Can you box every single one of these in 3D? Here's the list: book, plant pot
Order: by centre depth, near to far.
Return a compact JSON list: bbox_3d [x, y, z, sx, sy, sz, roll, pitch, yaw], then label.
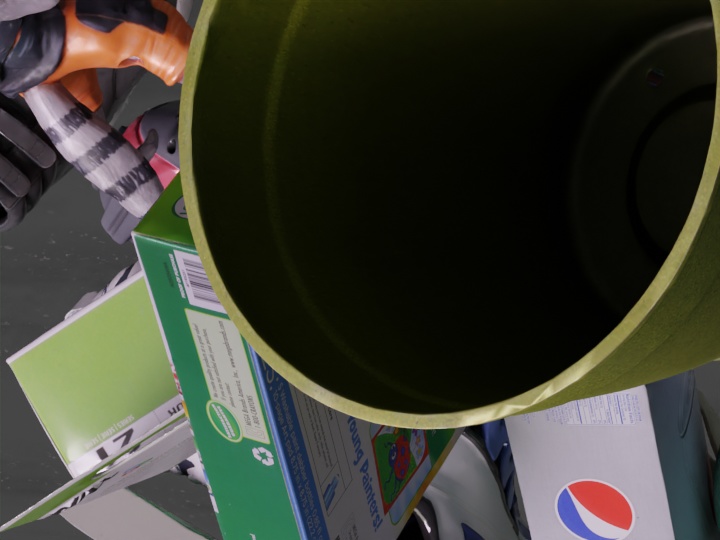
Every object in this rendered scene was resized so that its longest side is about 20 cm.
[{"bbox_3d":[0.076,-0.041,0.927,0.200,0.201,0.193,4,176,34],"label":"plant pot"},{"bbox_3d":[-0.043,0.169,1.365,0.134,0.048,0.200,26,173,45],"label":"book"}]

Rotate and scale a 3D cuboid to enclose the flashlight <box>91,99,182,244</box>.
[{"bbox_3d":[-0.051,-0.079,1.182,0.068,0.068,0.200,51,139,10],"label":"flashlight"}]

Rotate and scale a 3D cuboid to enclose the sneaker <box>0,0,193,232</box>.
[{"bbox_3d":[-0.135,-0.086,1.205,0.071,0.099,0.200,35,141,2],"label":"sneaker"}]

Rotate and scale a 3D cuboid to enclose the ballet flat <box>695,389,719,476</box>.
[{"bbox_3d":[0.111,0.058,1.213,0.200,0.074,0.074,47,141,-18],"label":"ballet flat"}]

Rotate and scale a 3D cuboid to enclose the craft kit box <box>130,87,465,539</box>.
[{"bbox_3d":[0.000,0.000,1.046,0.048,0.198,0.200,15,137,28],"label":"craft kit box"}]

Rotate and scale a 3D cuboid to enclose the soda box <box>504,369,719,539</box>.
[{"bbox_3d":[0.112,0.107,1.157,0.063,0.068,0.200,-1,123,21],"label":"soda box"}]

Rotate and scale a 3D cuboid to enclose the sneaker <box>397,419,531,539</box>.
[{"bbox_3d":[0.037,0.148,1.311,0.080,0.115,0.200,6,134,34],"label":"sneaker"}]

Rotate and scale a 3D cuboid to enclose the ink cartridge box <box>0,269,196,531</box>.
[{"bbox_3d":[-0.076,0.031,1.159,0.148,0.200,0.076,-32,84,16],"label":"ink cartridge box"}]

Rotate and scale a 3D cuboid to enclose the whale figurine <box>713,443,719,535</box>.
[{"bbox_3d":[0.229,0.093,1.114,0.200,0.104,0.159,-14,121,49],"label":"whale figurine"}]

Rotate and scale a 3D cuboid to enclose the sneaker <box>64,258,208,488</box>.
[{"bbox_3d":[-0.074,0.080,1.353,0.129,0.080,0.199,-13,123,46],"label":"sneaker"}]

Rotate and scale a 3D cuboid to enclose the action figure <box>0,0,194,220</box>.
[{"bbox_3d":[-0.123,-0.098,1.064,0.193,0.105,0.200,29,162,-26],"label":"action figure"}]

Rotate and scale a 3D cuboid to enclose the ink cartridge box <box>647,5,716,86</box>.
[{"bbox_3d":[0.102,-0.077,1.084,0.197,0.047,0.200,23,143,13],"label":"ink cartridge box"}]
